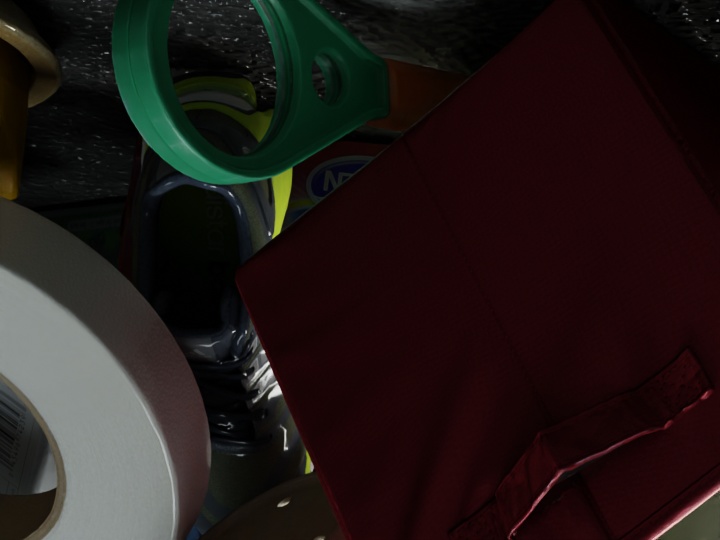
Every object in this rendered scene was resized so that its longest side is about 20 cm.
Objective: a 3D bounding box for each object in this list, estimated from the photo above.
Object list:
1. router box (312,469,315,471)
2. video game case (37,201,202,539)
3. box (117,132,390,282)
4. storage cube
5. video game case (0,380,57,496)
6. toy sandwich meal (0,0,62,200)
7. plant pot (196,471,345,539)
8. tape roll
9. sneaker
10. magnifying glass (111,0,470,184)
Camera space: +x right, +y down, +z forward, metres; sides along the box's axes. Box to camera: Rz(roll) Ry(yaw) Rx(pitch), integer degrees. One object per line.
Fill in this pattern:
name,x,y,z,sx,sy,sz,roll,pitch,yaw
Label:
router box,-0.005,0.128,1.047,0.052,0.157,0.200,36,-161,11
video game case,-0.132,0.055,1.087,0.200,0.182,0.022,-4,162,41
box,0.000,0.000,0.970,0.200,0.096,0.100,6,167,7
storage cube,0.094,0.038,0.765,0.171,0.180,0.200,-40,145,21
video game case,-0.204,0.056,0.958,0.182,0.200,0.022,34,-139,18
toy sandwich meal,-0.208,-0.070,0.818,0.205,0.070,0.205,6,168,1
plant pot,-0.005,0.156,0.851,0.200,0.200,0.135,-10,115,53
tape roll,-0.156,0.059,0.861,0.203,0.037,0.203,11,126,15
sneaker,-0.061,0.027,0.875,0.074,0.200,0.081,-3,-158,11
magnifying glass,-0.010,-0.065,0.765,0.022,0.080,0.200,-8,172,40
